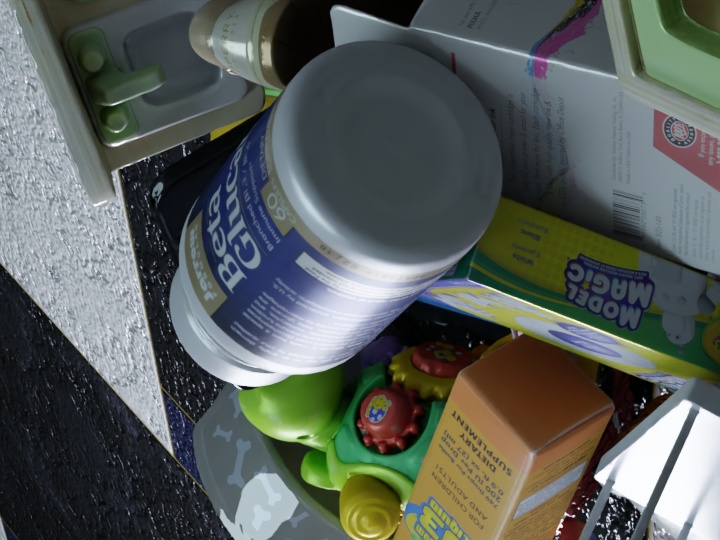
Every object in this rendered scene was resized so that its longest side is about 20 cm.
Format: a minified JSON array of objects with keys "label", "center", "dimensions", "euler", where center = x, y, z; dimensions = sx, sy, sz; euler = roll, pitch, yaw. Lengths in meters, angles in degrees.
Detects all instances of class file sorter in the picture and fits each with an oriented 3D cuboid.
[{"label":"file sorter","center":[0.200,0.169,1.141],"dimensions":[0.199,0.125,0.139],"euler":[28,157,-2]}]

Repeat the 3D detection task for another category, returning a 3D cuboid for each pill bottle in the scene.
[{"label":"pill bottle","center":[-0.022,-0.017,1.137],"dimensions":[0.111,0.111,0.200],"euler":[56,148,8]}]

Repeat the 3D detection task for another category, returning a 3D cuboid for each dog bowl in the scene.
[{"label":"dog bowl","center":[-0.012,0.124,1.581],"dimensions":[0.201,0.199,0.059],"euler":[54,129,15]}]

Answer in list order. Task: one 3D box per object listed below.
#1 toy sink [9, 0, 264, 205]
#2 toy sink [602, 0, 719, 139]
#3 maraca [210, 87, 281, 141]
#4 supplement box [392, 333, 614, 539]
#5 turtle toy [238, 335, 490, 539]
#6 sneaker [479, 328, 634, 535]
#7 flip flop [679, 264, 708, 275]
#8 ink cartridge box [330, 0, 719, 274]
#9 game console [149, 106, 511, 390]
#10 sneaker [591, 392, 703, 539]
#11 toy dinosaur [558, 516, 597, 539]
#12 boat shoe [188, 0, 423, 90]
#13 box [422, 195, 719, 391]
[{"label":"toy sink","center":[-0.128,-0.142,1.351],"dimensions":[0.200,0.111,0.131],"euler":[-115,4,-68]},{"label":"toy sink","center":[0.160,-0.156,0.938],"dimensions":[0.130,0.112,0.201],"euler":[33,146,48]},{"label":"maraca","center":[-0.011,-0.069,1.439],"dimensions":[0.199,0.107,0.137],"euler":[3,148,44]},{"label":"supplement box","center":[0.073,0.123,1.324],"dimensions":[0.067,0.069,0.201],"euler":[46,146,23]},{"label":"turtle toy","center":[0.023,0.093,1.477],"dimensions":[0.146,0.198,0.102],"euler":[-93,9,-65]},{"label":"sneaker","center":[0.111,0.070,1.365],"dimensions":[0.082,0.078,0.201],"euler":[24,136,20]},{"label":"flip flop","center":[0.110,-0.071,1.228],"dimensions":[0.200,0.058,0.081],"euler":[45,-168,16]},{"label":"ink cartridge box","center":[0.091,-0.082,1.126],"dimensions":[0.199,0.068,0.117],"euler":[16,142,18]},{"label":"game console","center":[0.000,0.000,1.342],"dimensions":[0.117,0.175,0.201],"euler":[51,167,37]},{"label":"sneaker","center":[0.206,0.107,1.250],"dimensions":[0.092,0.076,0.200],"euler":[45,161,-9]},{"label":"toy dinosaur","center":[0.131,0.202,1.404],"dimensions":[0.199,0.105,0.182],"euler":[4,143,43]},{"label":"boat shoe","center":[-0.010,-0.133,1.240],"dimensions":[0.065,0.200,0.073],"euler":[12,109,32]},{"label":"box","center":[0.125,0.019,1.171],"dimensions":[0.199,0.049,0.117],"euler":[18,173,-16]}]
